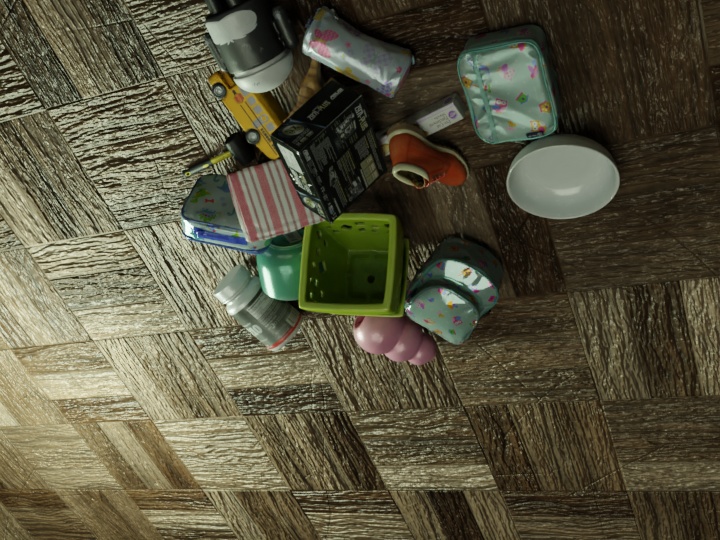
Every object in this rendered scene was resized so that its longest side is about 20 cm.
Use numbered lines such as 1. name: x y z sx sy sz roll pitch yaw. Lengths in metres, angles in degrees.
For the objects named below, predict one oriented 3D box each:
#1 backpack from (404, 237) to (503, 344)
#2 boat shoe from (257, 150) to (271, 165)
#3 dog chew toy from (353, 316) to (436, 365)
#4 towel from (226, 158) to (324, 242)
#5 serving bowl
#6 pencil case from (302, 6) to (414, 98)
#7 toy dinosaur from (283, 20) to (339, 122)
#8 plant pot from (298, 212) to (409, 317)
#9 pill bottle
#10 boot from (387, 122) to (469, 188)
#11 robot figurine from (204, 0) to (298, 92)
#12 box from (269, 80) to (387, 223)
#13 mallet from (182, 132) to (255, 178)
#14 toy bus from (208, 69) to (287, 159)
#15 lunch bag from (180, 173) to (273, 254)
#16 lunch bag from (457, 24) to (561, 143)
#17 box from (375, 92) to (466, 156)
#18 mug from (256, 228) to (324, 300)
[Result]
1. backpack: 0.198 0.041 1.736 0.176 0.153 0.200 32 126 -1
2. boat shoe: -0.118 -0.215 1.692 0.199 0.062 0.075 7 130 14
3. dog chew toy: 0.085 0.150 1.898 0.200 0.125 0.125 28 134 -16
4. towel: -0.153 -0.149 1.658 0.199 0.030 0.147 -16 98 3
5. serving bowl: 0.367 -0.181 1.517 0.199 0.066 0.200 6 146 4
6. pencil case: -0.006 -0.388 1.484 0.200 0.091 0.083 28 174 -2
7. toy dinosaur: -0.087 -0.349 1.551 0.106 0.060 0.200 8 109 -29
8. plant pot: 0.000 0.000 1.724 0.198 0.201 0.181 1 168 19
9. pill bottle: -0.242 0.086 1.965 0.200 0.114 0.114 43 131 -18
10. boot: 0.129 -0.187 1.564 0.200 0.108 0.075 22 143 -36
11. robot figurine: -0.200 -0.421 1.499 0.150 0.125 0.200 29 149 60
12. box: -0.054 -0.218 1.544 0.086 0.164 0.200 34 161 35
13. mallet: -0.302 -0.227 1.773 0.200 0.041 0.066 -24 120 41
14. toy bus: -0.204 -0.312 1.617 0.078 0.065 0.200 -31 102 26
15. lunch bag: -0.271 -0.118 1.760 0.199 0.161 0.083 11 138 5
16. lunch bag: 0.257 -0.314 1.449 0.160 0.077 0.200 -5 127 25
17. box: 0.105 -0.271 1.571 0.200 0.039 0.041 -21 122 34
18. mug: -0.163 -0.025 1.812 0.185 0.152 0.115 6 124 19
